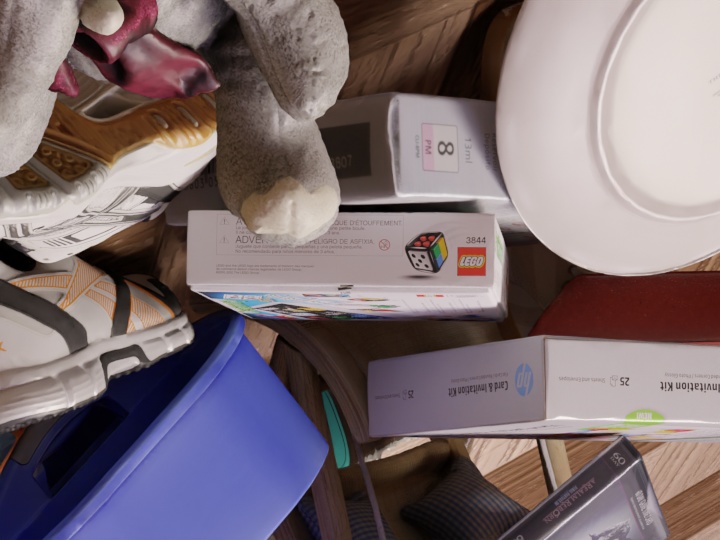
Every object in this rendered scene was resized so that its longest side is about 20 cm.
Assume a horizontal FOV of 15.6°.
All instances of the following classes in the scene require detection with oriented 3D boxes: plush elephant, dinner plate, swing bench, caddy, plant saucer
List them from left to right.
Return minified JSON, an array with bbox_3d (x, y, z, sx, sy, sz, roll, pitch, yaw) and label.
[{"bbox_3d":[-0.089,-0.099,0.845,0.155,0.164,0.201,-25,131,-65],"label":"plush elephant"},{"bbox_3d":[-0.112,0.103,1.214,0.200,0.105,0.141,-48,-166,-26],"label":"caddy"},{"bbox_3d":[0.023,0.095,1.363,0.198,0.129,0.201,-13,108,-49],"label":"swing bench"},{"bbox_3d":[0.143,-0.083,1.067,0.199,0.024,0.201,-18,128,-25],"label":"dinner plate"},{"bbox_3d":[0.194,0.024,1.270,0.198,0.037,0.200,-1,174,16],"label":"plant saucer"}]

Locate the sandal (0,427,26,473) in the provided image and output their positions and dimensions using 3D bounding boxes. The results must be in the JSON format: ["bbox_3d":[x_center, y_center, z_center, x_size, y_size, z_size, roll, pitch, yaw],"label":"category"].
[{"bbox_3d":[-0.191,0.131,1.300,0.079,0.059,0.207,-25,156,-30],"label":"sandal"}]

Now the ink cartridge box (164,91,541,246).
[{"bbox_3d":[0.037,-0.041,1.147,0.199,0.058,0.162,-2,178,-40],"label":"ink cartridge box"}]

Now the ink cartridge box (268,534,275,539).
[{"bbox_3d":[0.010,0.186,1.511,0.159,0.200,0.048,0,109,-28],"label":"ink cartridge box"}]

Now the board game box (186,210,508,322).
[{"bbox_3d":[0.000,0.000,1.148,0.125,0.035,0.200,1,176,4],"label":"board game box"}]

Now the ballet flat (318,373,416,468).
[{"bbox_3d":[-0.025,0.091,1.495,0.199,0.072,0.072,-12,148,-50],"label":"ballet flat"}]

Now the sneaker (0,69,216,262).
[{"bbox_3d":[-0.130,-0.032,1.029,0.199,0.076,0.088,-15,150,-46],"label":"sneaker"}]

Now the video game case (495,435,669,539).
[{"bbox_3d":[0.061,0.166,1.250,0.200,0.019,0.143,-39,157,-3],"label":"video game case"}]

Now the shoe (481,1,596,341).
[{"bbox_3d":[0.097,-0.033,1.298,0.070,0.053,0.201,-41,133,-45],"label":"shoe"}]

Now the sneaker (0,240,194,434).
[{"bbox_3d":[-0.129,0.016,1.144,0.073,0.080,0.200,-21,-178,13],"label":"sneaker"}]

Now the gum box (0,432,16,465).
[{"bbox_3d":[-0.254,0.155,1.152,0.200,0.044,0.170,-37,163,-54],"label":"gum box"}]

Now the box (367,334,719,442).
[{"bbox_3d":[0.127,0.057,1.227,0.199,0.041,0.156,4,172,-29],"label":"box"}]
